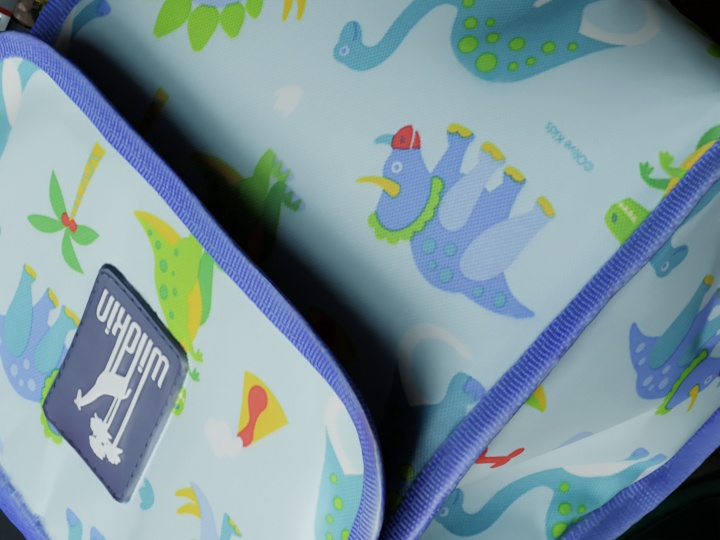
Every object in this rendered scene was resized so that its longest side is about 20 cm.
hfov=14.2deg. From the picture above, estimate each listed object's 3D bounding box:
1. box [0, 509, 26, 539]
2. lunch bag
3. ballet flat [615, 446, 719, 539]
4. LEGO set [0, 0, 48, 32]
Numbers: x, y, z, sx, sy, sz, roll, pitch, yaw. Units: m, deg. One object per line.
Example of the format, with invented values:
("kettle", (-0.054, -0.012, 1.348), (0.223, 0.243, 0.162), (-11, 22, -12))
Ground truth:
("box", (-0.088, 0.126, 0.960), (0.159, 0.046, 0.201), (43, 129, 23))
("lunch bag", (-0.008, -0.001, 0.685), (0.200, 0.127, 0.170), (-46, 59, 6))
("ballet flat", (0.043, 0.100, 0.825), (0.200, 0.067, 0.063), (-58, 43, 36))
("LEGO set", (-0.105, -0.099, 0.827), (0.153, 0.199, 0.117), (12, 77, 60))
